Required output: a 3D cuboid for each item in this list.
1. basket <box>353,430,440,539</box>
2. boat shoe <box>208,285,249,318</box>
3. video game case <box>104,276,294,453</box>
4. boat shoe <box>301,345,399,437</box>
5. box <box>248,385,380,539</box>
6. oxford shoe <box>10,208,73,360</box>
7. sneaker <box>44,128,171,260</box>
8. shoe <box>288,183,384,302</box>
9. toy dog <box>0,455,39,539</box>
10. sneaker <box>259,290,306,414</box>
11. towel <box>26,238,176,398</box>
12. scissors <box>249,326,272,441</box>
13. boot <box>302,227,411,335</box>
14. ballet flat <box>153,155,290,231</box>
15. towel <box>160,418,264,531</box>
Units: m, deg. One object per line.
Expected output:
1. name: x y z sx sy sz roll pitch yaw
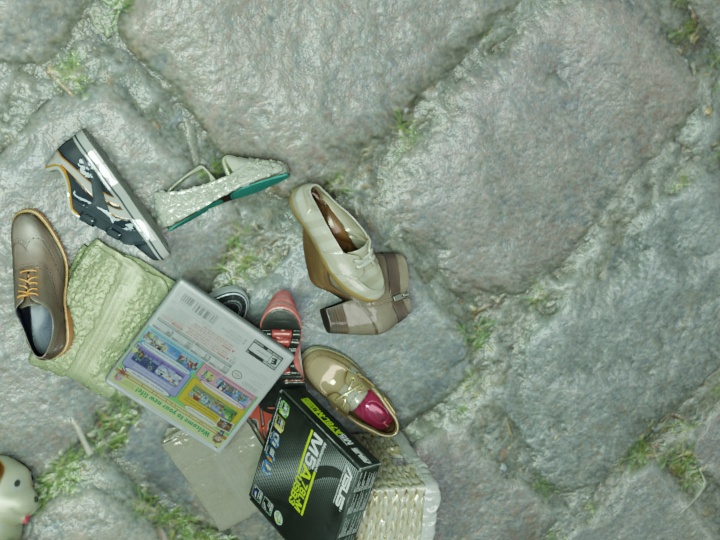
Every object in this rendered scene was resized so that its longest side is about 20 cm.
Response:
1. basket: 0.010 0.371 1.603 0.158 0.198 0.203 2 107 -18
2. boat shoe: -0.234 0.105 1.501 0.199 0.068 0.072 -40 115 -4
3. video game case: -0.223 0.135 1.464 0.199 0.022 0.183 36 99 -20
4. boat shoe: -0.011 0.188 1.607 0.199 0.069 0.074 38 92 -26
5. box: -0.070 0.300 1.490 0.047 0.193 0.202 -4 122 -40
6. oxford shoe: -0.424 0.018 1.385 0.070 0.073 0.203 -12 94 3
7. sneaker: -0.335 -0.083 1.394 0.079 0.078 0.201 -37 95 -1
8. shoe: -0.026 -0.039 1.480 0.201 0.053 0.070 52 53 -12
9. toy dog: -0.523 0.352 1.449 0.201 0.193 0.139 -53 153 -1
10. sneaker: -0.112 0.120 1.545 0.073 0.087 0.203 4 121 -3
11. towel: -0.361 0.069 1.462 0.147 0.036 0.202 28 96 -24
12. scissors: -0.158 0.186 1.584 0.072 0.014 0.203 -18 113 -12
13. boot: 0.000 0.000 1.560 0.145 0.070 0.203 -16 105 -24
14. ballet flat: -0.195 -0.121 1.448 0.198 0.072 0.073 -25 113 -11
15. towel: -0.202 0.293 1.586 0.131 0.035 0.202 -27 116 0
